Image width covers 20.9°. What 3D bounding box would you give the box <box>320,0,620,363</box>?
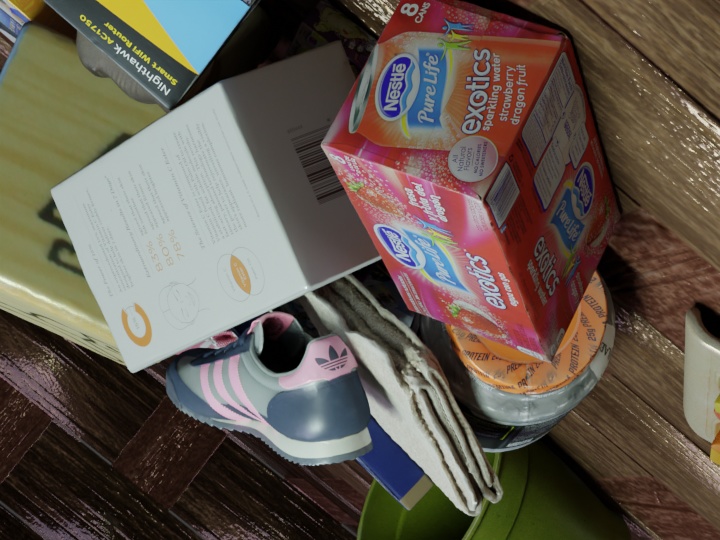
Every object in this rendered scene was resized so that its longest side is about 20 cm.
[{"bbox_3d":[0.064,-0.045,1.018,0.095,0.100,0.200,21,162,24],"label":"box"}]

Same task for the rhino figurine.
[{"bbox_3d":[-0.117,-0.131,1.324,0.199,0.060,0.087,27,-179,36],"label":"rhino figurine"}]

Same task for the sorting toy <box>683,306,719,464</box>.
[{"bbox_3d":[0.272,0.115,1.176,0.199,0.037,0.185,35,168,19],"label":"sorting toy"}]

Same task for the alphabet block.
[{"bbox_3d":[-0.218,-0.053,1.523,0.199,0.198,0.195,25,172,-12],"label":"alphabet block"}]

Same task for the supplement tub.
[{"bbox_3d":[0.093,0.043,1.234,0.122,0.123,0.200,37,168,4],"label":"supplement tub"}]

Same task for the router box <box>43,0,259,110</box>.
[{"bbox_3d":[-0.137,-0.199,1.041,0.200,0.051,0.149,41,142,-4],"label":"router box"}]

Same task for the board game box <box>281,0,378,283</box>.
[{"bbox_3d":[-0.011,-0.074,1.200,0.120,0.032,0.200,34,150,-1],"label":"board game box"}]

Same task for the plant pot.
[{"bbox_3d":[0.131,0.235,1.733,0.192,0.202,0.200,30,172,-24],"label":"plant pot"}]

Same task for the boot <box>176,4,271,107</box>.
[{"bbox_3d":[-0.125,-0.182,1.170,0.144,0.071,0.202,42,157,13],"label":"boot"}]

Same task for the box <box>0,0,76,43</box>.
[{"bbox_3d":[-0.302,-0.241,1.550,0.200,0.042,0.119,40,168,-16],"label":"box"}]

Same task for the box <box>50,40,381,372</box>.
[{"bbox_3d":[-0.076,-0.034,1.145,0.199,0.097,0.125,-24,90,50],"label":"box"}]

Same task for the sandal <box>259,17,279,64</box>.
[{"bbox_3d":[-0.138,-0.181,1.273,0.199,0.043,0.076,29,165,38],"label":"sandal"}]

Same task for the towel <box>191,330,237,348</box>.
[{"bbox_3d":[-0.042,0.076,1.524,0.198,0.030,0.146,17,167,-16],"label":"towel"}]

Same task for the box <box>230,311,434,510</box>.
[{"bbox_3d":[-0.038,0.077,1.368,0.200,0.032,0.121,46,176,-23],"label":"box"}]

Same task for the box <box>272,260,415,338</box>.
[{"bbox_3d":[0.000,0.000,1.366,0.136,0.040,0.200,-23,128,29],"label":"box"}]

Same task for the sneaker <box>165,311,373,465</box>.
[{"bbox_3d":[-0.060,0.060,1.231,0.199,0.070,0.083,14,115,50],"label":"sneaker"}]

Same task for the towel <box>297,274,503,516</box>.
[{"bbox_3d":[0.013,0.063,1.226,0.200,0.034,0.133,43,163,54],"label":"towel"}]
